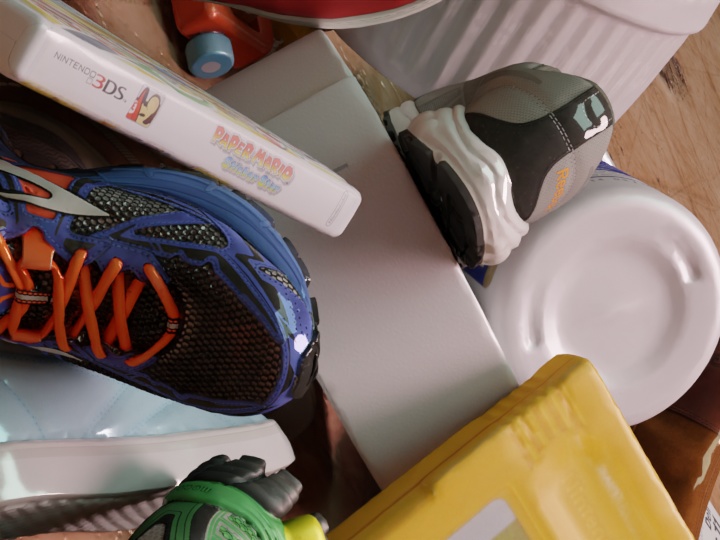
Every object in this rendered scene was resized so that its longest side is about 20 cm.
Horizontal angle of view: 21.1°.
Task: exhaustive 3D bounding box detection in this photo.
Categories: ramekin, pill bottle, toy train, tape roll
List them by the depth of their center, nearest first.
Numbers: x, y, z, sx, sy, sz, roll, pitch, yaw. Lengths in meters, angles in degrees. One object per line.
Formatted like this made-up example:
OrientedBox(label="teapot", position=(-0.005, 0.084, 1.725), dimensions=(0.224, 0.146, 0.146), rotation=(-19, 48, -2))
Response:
OrientedBox(label="tape roll", position=(0.000, 0.000, 0.826), dimensions=(0.203, 0.071, 0.202), rotation=(62, 0, -1))
OrientedBox(label="ramekin", position=(0.067, -0.147, 0.952), dimensions=(0.199, 0.105, 0.200), rotation=(27, 24, -13))
OrientedBox(label="pill bottle", position=(0.091, -0.006, 0.986), dimensions=(0.120, 0.119, 0.200), rotation=(55, -4, -22))
OrientedBox(label="toy train", position=(-0.056, -0.176, 0.990), dimensions=(0.150, 0.055, 0.201), rotation=(34, 39, -51))

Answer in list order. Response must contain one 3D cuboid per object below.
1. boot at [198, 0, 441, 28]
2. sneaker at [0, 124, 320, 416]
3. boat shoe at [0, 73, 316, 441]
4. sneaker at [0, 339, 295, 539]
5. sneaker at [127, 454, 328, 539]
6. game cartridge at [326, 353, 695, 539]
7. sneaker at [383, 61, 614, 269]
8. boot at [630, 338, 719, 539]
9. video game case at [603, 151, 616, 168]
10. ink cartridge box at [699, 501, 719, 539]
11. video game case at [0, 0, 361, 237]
OrientedBox(label="boot", position=(-0.059, -0.140, 0.773), dimensions=(0.144, 0.199, 0.073), rotation=(-4, 98, -72))
OrientedBox(label="sneaker", position=(-0.106, 0.000, 0.593), dimensions=(0.078, 0.199, 0.076), rotation=(-47, 154, -60))
OrientedBox(label="boat shoe", position=(-0.082, -0.006, 0.747), dimensions=(0.200, 0.075, 0.072), rotation=(51, 25, -34))
OrientedBox(label="sneaker", position=(-0.089, 0.046, 0.676), dimensions=(0.200, 0.074, 0.082), rotation=(10, 61, -64))
OrientedBox(label="sneaker", position=(-0.046, 0.167, 0.634), dimensions=(0.085, 0.078, 0.201), rotation=(-33, 116, -49))
OrientedBox(label="game cartridge", position=(0.051, 0.160, 0.744), dimensions=(0.177, 0.200, 0.032), rotation=(58, -15, -16))
OrientedBox(label="sneaker", position=(0.058, -0.047, 0.787), dimensions=(0.074, 0.079, 0.200), rotation=(60, -1, -7))
OrientedBox(label="boot", position=(0.114, 0.101, 1.023), dimensions=(0.200, 0.187, 0.069), rotation=(-60, 139, -31))
OrientedBox(label="video game case", position=(0.121, -0.040, 1.152), dimensions=(0.183, 0.024, 0.200), rotation=(59, -8, -17))
OrientedBox(label="ink cartridge box", position=(0.179, 0.216, 1.072), dimensions=(0.200, 0.083, 0.147), rotation=(55, 25, -22))
OrientedBox(label="video game case", position=(-0.116, -0.086, 0.667), dimensions=(0.200, 0.023, 0.182), rotation=(34, 5, 33))
